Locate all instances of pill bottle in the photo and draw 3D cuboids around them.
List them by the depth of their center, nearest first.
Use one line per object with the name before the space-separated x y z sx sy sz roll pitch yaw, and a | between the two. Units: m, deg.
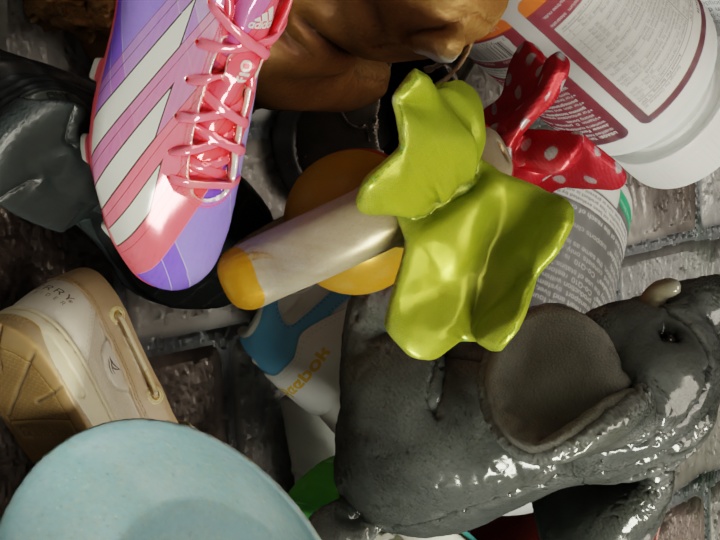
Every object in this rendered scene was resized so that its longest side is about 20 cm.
pill bottle | 0.127 -0.132 1.005 0.200 0.109 0.110 35 61 -37
pill bottle | 0.086 0.031 1.049 0.113 0.113 0.200 52 44 -44

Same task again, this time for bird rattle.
bird rattle | 0.019 -0.038 0.785 0.113 0.163 0.200 64 17 -14

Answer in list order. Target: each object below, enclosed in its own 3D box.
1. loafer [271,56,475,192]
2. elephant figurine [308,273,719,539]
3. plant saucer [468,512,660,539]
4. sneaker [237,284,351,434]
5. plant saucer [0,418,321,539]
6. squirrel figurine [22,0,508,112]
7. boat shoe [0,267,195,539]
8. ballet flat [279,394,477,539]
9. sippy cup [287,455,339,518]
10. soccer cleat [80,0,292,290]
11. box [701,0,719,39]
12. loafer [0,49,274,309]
loafer | 0.028 -0.099 1.006 0.200 0.071 0.073 -53 132 -43
elephant figurine | 0.094 0.060 0.810 0.141 0.200 0.155 -4 99 -60
plant saucer | 0.093 0.197 1.038 0.037 0.200 0.200 22 68 -19
sneaker | 0.000 0.000 0.958 0.081 0.077 0.200 38 31 -7
plant saucer | -0.069 0.157 0.740 0.039 0.201 0.201 -8 97 -56
squirrel figurine | -0.038 -0.128 0.797 0.200 0.186 0.142 27 68 -54
boat shoe | -0.098 0.088 0.812 0.069 0.074 0.200 -47 128 -39
ballet flat | 0.006 0.137 0.993 0.200 0.069 0.070 49 51 -47
sippy cup | -0.013 0.190 0.896 0.178 0.140 0.130 -45 151 11
soccer cleat | -0.061 -0.083 0.703 0.067 0.076 0.200 -15 116 -47
box | 0.137 -0.223 1.071 0.200 0.184 0.105 43 57 -49
loafer | -0.104 -0.043 0.802 0.073 0.072 0.200 -44 144 4
